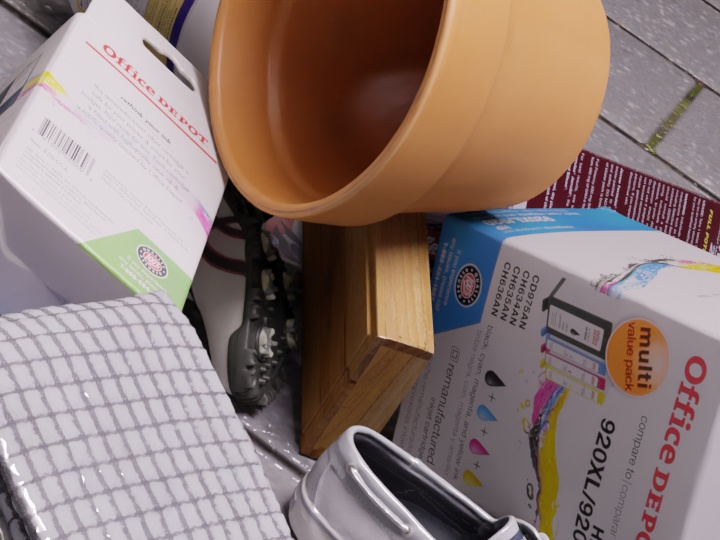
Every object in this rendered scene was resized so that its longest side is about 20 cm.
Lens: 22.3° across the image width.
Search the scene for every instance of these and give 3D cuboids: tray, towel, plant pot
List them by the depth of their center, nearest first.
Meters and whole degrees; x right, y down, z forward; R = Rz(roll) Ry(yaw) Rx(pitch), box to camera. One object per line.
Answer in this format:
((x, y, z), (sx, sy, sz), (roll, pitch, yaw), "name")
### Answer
((-0.106, 0.114, 0.759), (0.165, 0.085, 0.201), (-6, 64, -59), "towel")
((0.034, -0.112, 0.943), (0.140, 0.200, 0.200), (13, 34, -36), "plant pot")
((0.000, 0.000, 1.017), (0.037, 0.099, 0.201), (19, 40, -17), "tray")

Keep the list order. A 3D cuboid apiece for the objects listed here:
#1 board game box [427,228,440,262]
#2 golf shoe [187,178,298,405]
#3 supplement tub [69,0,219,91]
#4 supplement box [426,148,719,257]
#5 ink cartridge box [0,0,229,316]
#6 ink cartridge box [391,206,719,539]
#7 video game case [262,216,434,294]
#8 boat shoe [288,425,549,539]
((0.117, 0.026, 1.170), (0.200, 0.019, 0.103), (46, 25, 12), "board game box")
((-0.084, -0.007, 1.022), (0.088, 0.077, 0.201), (-12, 53, 6), "golf shoe")
((-0.097, -0.177, 1.157), (0.145, 0.146, 0.200), (1, 29, -42), "supplement tub")
((0.128, -0.036, 1.134), (0.199, 0.061, 0.109), (15, -6, -39), "supplement box")
((-0.134, -0.049, 0.925), (0.117, 0.067, 0.200), (43, 30, -19), "ink cartridge box")
((0.145, 0.067, 0.972), (0.144, 0.148, 0.200), (-2, 21, -45), "ink cartridge box")
((-0.010, -0.038, 1.173), (0.182, 0.023, 0.200), (22, 31, -17), "video game case")
((0.060, 0.150, 0.909), (0.200, 0.069, 0.072), (38, 30, 10), "boat shoe")
